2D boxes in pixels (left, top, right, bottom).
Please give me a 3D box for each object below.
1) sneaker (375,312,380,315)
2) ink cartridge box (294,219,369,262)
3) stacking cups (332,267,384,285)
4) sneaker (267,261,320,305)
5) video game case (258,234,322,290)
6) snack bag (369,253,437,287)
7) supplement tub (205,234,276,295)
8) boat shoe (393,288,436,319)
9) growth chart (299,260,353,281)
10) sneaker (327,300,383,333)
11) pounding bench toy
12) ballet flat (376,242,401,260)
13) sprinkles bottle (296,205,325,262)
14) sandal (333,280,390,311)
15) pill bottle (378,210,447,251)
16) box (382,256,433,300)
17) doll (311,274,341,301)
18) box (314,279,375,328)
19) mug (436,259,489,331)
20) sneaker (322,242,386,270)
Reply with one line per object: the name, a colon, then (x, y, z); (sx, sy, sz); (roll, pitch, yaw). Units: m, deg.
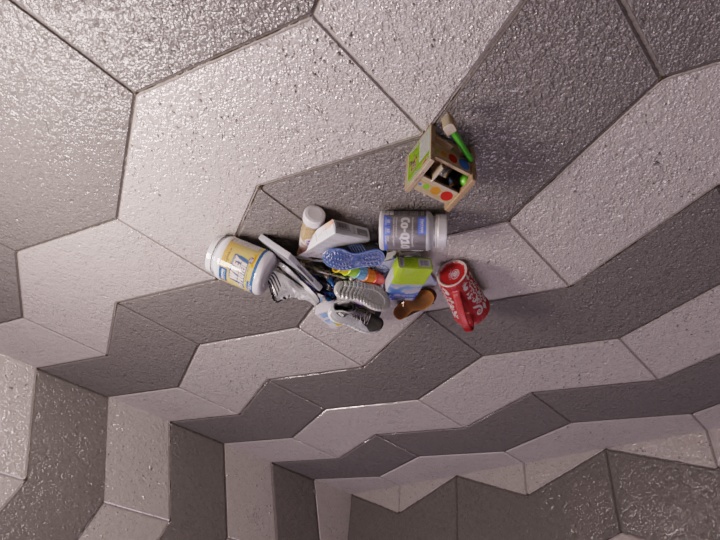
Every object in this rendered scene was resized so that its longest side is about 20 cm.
sneaker: (-0.009, 0.170, 1.975); (0.197, 0.072, 0.099); (-25, 128, 29)
ink cartridge box: (-0.091, -0.085, 1.637); (0.197, 0.052, 0.160); (-24, 159, 38)
stacking cups: (0.000, 0.000, 1.717); (0.196, 0.062, 0.060); (18, 144, -38)
sneaker: (-0.229, 0.075, 1.753); (0.200, 0.116, 0.075); (45, 169, -26)
video game case: (-0.224, -0.027, 1.699); (0.198, 0.023, 0.182); (31, 166, 47)
snack bag: (0.142, 0.009, 1.785); (0.195, 0.022, 0.189); (-12, 139, 24)
supplement tub: (-0.383, -0.021, 1.708); (0.195, 0.147, 0.146); (20, 144, 7)
boat shoe: (0.198, 0.110, 1.876); (0.198, 0.070, 0.072); (-30, 86, 44)
growth chart: (-0.113, 0.002, 1.758); (0.194, 0.018, 0.145); (17, -177, -16)
sneaker: (-0.010, 0.150, 1.762); (0.194, 0.077, 0.116); (13, 154, -5)
pounding bench toy: (0.225, -0.273, 1.319); (0.152, 0.127, 0.200); (20, 141, -18)
ballet flat: (0.052, -0.052, 1.684); (0.196, 0.072, 0.071); (-20, 136, 31)
sprinkles bottle: (-0.154, -0.110, 1.641); (0.066, 0.070, 0.202); (11, 143, -6)
sandal: (0.005, 0.080, 1.736); (0.197, 0.085, 0.050); (20, 157, -14)
pill bottle: (0.153, -0.115, 1.544); (0.193, 0.116, 0.115); (1, 143, 8)
box: (0.149, 0.029, 1.731); (0.118, 0.049, 0.202); (3, 148, -14)
doll: (-0.130, 0.059, 1.820); (0.195, 0.049, 0.139); (21, 139, 16)
box: (-0.051, 0.114, 1.885); (0.196, 0.104, 0.112); (-20, 135, 31)
mug: (0.342, 0.082, 1.734); (0.132, 0.179, 0.201); (-33, 129, 2)
sneaker: (-0.016, -0.046, 1.617); (0.193, 0.078, 0.072); (1, 108, 9)
